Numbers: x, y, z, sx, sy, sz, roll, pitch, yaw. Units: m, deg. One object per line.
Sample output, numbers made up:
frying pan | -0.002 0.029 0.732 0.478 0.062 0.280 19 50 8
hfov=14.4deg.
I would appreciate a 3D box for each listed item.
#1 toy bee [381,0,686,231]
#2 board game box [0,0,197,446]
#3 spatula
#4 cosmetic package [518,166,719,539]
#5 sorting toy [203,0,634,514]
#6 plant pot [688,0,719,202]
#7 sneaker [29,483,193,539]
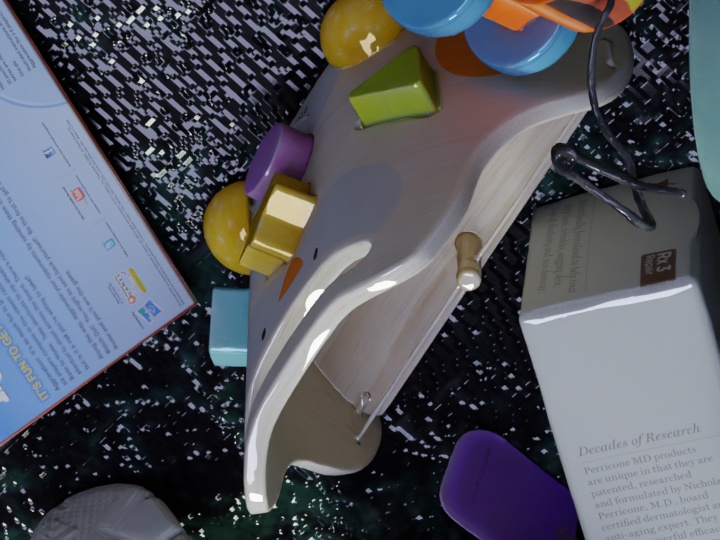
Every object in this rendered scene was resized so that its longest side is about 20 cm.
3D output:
toy bee | 0.066 -0.115 0.985 0.200 0.131 0.109 40 104 17
board game box | -0.156 -0.039 1.097 0.103 0.019 0.200 -36 110 -14
spatula | 0.100 0.141 1.168 0.021 0.057 0.200 -22 119 32
cosmetic package | 0.121 0.074 1.096 0.074 0.102 0.200 -14 113 14
sorting toy | 0.000 0.000 1.032 0.107 0.180 0.200 29 117 -7
plant pot | 0.198 -0.083 0.957 0.161 0.201 0.201 1 117 16
sneaker | -0.059 0.159 1.140 0.077 0.200 0.082 -29 128 -16
